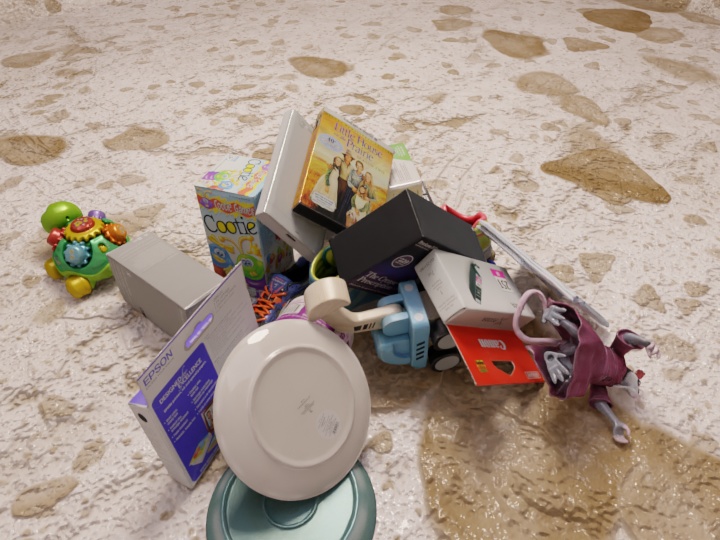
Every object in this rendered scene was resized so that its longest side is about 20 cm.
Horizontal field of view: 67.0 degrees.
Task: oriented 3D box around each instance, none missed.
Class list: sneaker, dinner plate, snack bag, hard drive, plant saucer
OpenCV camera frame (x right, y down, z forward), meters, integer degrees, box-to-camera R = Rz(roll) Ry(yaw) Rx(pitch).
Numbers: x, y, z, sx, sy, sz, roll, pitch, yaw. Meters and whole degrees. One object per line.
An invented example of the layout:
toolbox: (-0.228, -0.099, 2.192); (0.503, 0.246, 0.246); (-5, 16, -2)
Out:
sneaker: (-0.132, 0.043, 0.846); (0.075, 0.079, 0.200); (22, 46, 25)
dinner plate: (-0.068, 0.154, 0.621); (0.198, 0.024, 0.203); (9, 72, -30)
snack bag: (0.282, 0.010, 0.831); (0.021, 0.188, 0.200); (-51, 50, 12)
hard drive: (-0.091, -0.132, 0.847); (0.026, 0.132, 0.202); (-12, 54, 32)
plant saucer: (-0.080, 0.270, 0.627); (0.197, 0.028, 0.201); (-1, 40, 0)
sneaker: (0.120, -0.073, 0.898); (0.197, 0.091, 0.079); (5, 43, 11)
sneaker: (0.000, 0.000, 0.854); (0.199, 0.132, 0.079); (-33, 51, -32)

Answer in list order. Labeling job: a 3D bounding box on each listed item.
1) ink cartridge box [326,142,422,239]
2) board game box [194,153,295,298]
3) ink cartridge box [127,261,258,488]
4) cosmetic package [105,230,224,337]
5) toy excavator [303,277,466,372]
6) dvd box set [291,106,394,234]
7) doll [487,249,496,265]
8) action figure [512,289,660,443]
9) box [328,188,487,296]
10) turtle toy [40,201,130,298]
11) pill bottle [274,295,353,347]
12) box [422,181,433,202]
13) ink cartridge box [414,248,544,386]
ink cartridge box: (0.001, -0.146, 0.988); (0.197, 0.085, 0.146); (-12, 42, -3)
board game box: (-0.181, -0.069, 0.882); (0.102, 0.202, 0.105); (13, 42, 15)
ink cartridge box: (-0.189, 0.121, 0.665); (0.043, 0.202, 0.199); (11, 41, 20)
cosmetic package: (-0.289, 0.033, 0.841); (0.199, 0.108, 0.090); (28, 48, 32)
toy excavator: (0.034, 0.071, 0.732); (0.198, 0.195, 0.101); (-13, 52, -5)
dvd box set: (-0.021, -0.147, 0.859); (0.145, 0.029, 0.202); (27, 55, -24)
doll: (0.173, 0.041, 0.868); (0.135, 0.049, 0.201); (6, 42, 9)
action figure: (0.301, 0.127, 0.719); (0.199, 0.135, 0.149); (21, 7, -34)
box: (0.074, -0.024, 0.782); (0.199, 0.141, 0.080); (16, 48, -51)
turtle toy: (-0.478, -0.051, 0.940); (0.199, 0.102, 0.145); (28, 48, 29)
pill bottle: (-0.093, 0.131, 0.709); (0.111, 0.113, 0.200); (15, 38, 17)
box: (0.066, -0.091, 1.024); (0.158, 0.045, 0.201); (-7, 41, -5)
ink cartridge box: (0.177, 0.065, 0.732); (0.199, 0.044, 0.175); (11, 45, -47)
